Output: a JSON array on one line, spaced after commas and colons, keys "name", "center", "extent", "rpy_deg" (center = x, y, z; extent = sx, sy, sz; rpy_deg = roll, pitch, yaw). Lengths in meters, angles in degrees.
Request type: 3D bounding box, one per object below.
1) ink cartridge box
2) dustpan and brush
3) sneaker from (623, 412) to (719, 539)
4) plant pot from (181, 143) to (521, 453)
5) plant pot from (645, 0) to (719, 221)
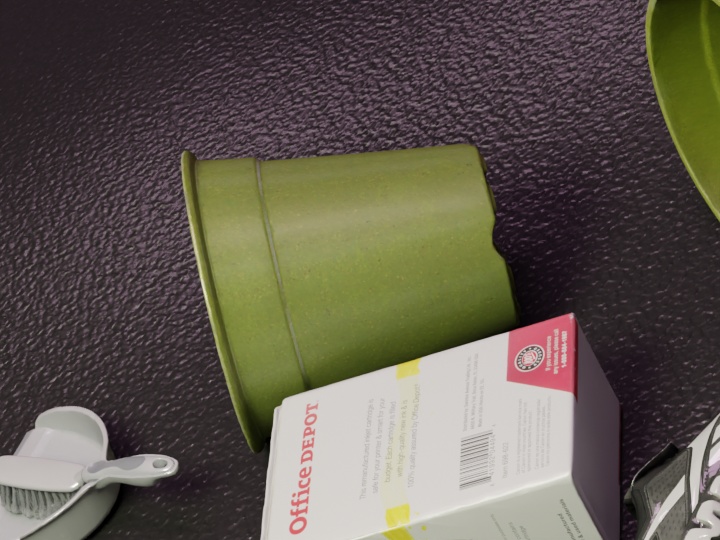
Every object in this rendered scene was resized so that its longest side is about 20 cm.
[{"name": "ink cartridge box", "center": [0.050, 0.125, 1.780], "extent": [0.199, 0.084, 0.145], "rpy_deg": [-16, 38, 18]}, {"name": "dustpan and brush", "center": [-0.188, 0.140, 1.948], "extent": [0.200, 0.057, 0.140], "rpy_deg": [1, 46, 36]}, {"name": "sneaker", "center": [0.198, 0.120, 1.698], "extent": [0.090, 0.067, 0.200], "rpy_deg": [5, 50, 35]}, {"name": "plant pot", "center": [0.000, 0.000, 1.903], "extent": [0.189, 0.200, 0.200], "rpy_deg": [-13, 38, 2]}, {"name": "plant pot", "center": [0.310, -0.126, 1.830], "extent": [0.193, 0.201, 0.200], "rpy_deg": [-26, 34, -15]}]
